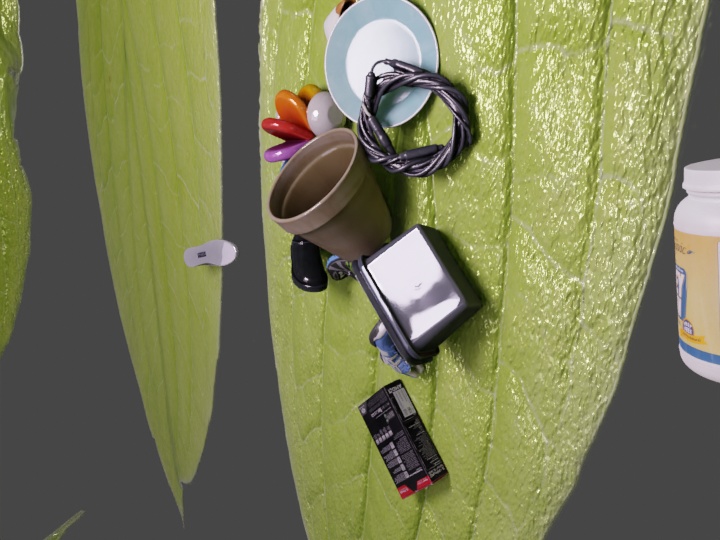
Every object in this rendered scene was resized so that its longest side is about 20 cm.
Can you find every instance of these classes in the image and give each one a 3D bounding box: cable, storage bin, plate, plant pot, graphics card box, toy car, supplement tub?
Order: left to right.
[{"bbox_3d":[-0.117,-0.245,1.214,0.173,0.148,0.205,12,113,51],"label":"toy car"},{"bbox_3d":[-0.037,-0.111,1.112,0.198,0.202,0.174,13,154,51],"label":"plant pot"},{"bbox_3d":[0.034,-0.333,1.026,0.195,0.026,0.206,6,105,21],"label":"plate"},{"bbox_3d":[0.079,0.331,1.255,0.203,0.050,0.126,61,143,16],"label":"graphics card box"},{"bbox_3d":[0.080,-0.226,0.984,0.197,0.051,0.166,27,111,20],"label":"cable"},{"bbox_3d":[0.104,0.030,1.047,0.134,0.145,0.203,-37,70,22],"label":"storage bin"},{"bbox_3d":[0.385,-0.004,0.620,0.143,0.142,0.205,6,108,52],"label":"supplement tub"}]

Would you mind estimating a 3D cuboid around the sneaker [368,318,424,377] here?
[{"bbox_3d":[0.070,0.131,1.128,0.076,0.076,0.201,34,169,27],"label":"sneaker"}]

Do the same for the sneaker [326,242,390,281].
[{"bbox_3d":[0.000,0.000,1.215,0.198,0.070,0.085,-10,89,52],"label":"sneaker"}]

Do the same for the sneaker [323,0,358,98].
[{"bbox_3d":[-0.006,-0.365,1.079,0.084,0.072,0.204,-34,74,56],"label":"sneaker"}]

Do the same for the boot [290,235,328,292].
[{"bbox_3d":[-0.107,-0.072,1.290,0.199,0.071,0.166,-115,27,-57],"label":"boot"}]

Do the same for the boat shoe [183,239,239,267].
[{"bbox_3d":[-0.398,-0.044,1.754,0.196,0.065,0.074,-12,91,34],"label":"boat shoe"}]
